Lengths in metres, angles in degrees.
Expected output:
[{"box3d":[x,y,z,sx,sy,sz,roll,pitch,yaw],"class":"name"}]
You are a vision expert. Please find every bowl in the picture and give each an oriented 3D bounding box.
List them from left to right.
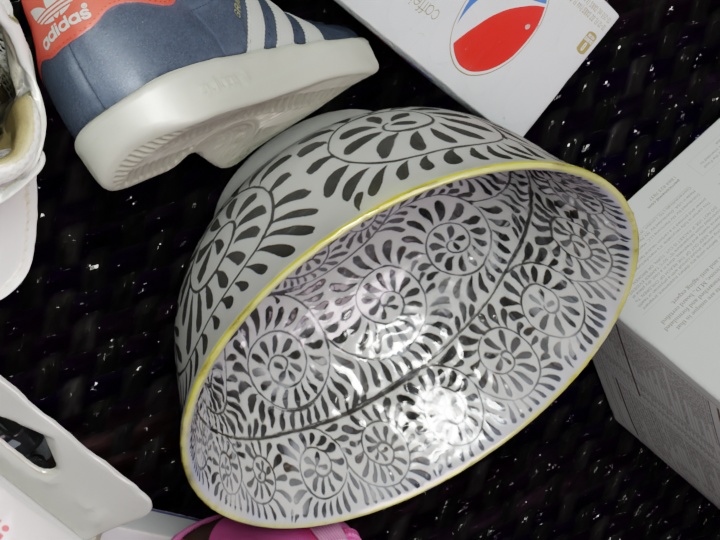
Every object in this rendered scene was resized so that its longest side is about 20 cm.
[{"box3d":[0.000,0.000,1.176,0.200,0.094,0.201,-24,147,-17],"class":"bowl"}]

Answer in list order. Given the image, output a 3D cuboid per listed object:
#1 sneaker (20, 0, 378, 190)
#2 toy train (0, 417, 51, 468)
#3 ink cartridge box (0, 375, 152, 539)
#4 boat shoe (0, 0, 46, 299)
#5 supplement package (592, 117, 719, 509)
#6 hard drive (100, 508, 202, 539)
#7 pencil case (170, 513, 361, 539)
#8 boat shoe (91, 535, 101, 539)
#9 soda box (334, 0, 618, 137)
[{"box3d":[-0.057,-0.086,1.071,0.075,0.085,0.200,-33,175,17],"class":"sneaker"},{"box3d":[-0.200,0.110,1.123,0.200,0.034,0.046,-36,141,-20],"class":"toy train"},{"box3d":[-0.176,0.124,1.043,0.200,0.125,0.129,-52,130,-8],"class":"ink cartridge box"},{"box3d":[-0.138,-0.048,1.008,0.071,0.069,0.200,-37,145,-21],"class":"boat shoe"},{"box3d":[0.223,0.043,1.393,0.152,0.200,0.151,-41,145,-11],"class":"supplement package"},{"box3d":[-0.139,0.187,1.274,0.200,0.025,0.132,-56,146,10],"class":"hard drive"},{"box3d":[-0.017,0.188,1.279,0.093,0.091,0.201,-20,126,-2],"class":"pencil case"},{"box3d":[-0.167,0.158,1.178,0.200,0.062,0.071,-56,179,11],"class":"boat shoe"},{"box3d":[0.018,-0.121,1.122,0.068,0.064,0.200,-51,146,4],"class":"soda box"}]
